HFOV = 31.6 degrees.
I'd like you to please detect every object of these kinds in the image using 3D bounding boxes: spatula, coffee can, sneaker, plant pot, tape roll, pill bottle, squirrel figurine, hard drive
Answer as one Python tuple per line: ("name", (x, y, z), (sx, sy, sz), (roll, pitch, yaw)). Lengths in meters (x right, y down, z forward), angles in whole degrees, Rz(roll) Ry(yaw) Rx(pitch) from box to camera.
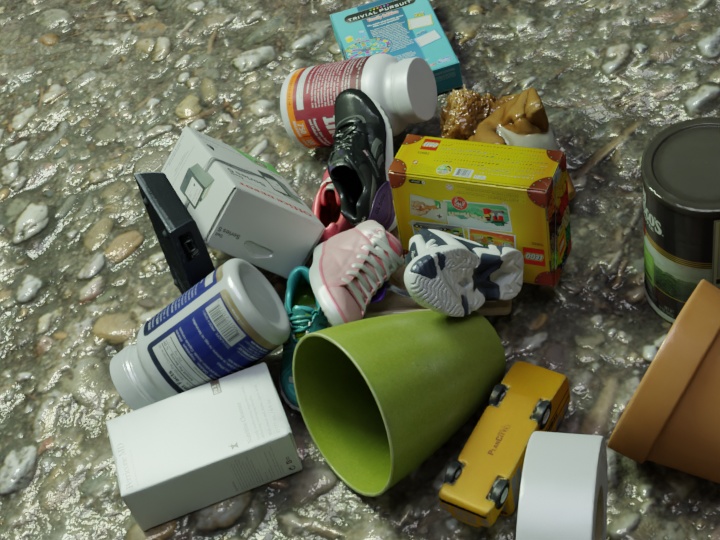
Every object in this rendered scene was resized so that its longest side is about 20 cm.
("spatula", (0.070, 0.027, 1.522), (0.198, 0.021, 0.057), (-1, 33, 12))
("coffee can", (0.394, -0.050, 1.444), (0.145, 0.201, 0.147), (-7, 47, 7))
("sneaker", (0.000, 0.000, 1.498), (0.104, 0.076, 0.201), (-27, 22, 10))
("plant pot", (0.363, 0.131, 1.310), (0.139, 0.201, 0.200), (31, 60, 15))
("tape roll", (0.195, 0.257, 1.218), (0.070, 0.203, 0.204), (1, 49, 15))
("sneaker", (-0.024, -0.093, 1.662), (0.073, 0.087, 0.201), (-2, 48, 10))
("sneaker", (-0.005, -0.148, 1.611), (0.075, 0.087, 0.202), (-26, 68, 31))
("sneaker", (0.083, 0.000, 1.441), (0.129, 0.080, 0.198), (9, 15, 39))
("pill bottle", (-0.190, 0.085, 1.487), (0.199, 0.116, 0.116), (-35, 45, 14))
("squirrel figurine", (0.160, -0.157, 1.665), (0.185, 0.142, 0.201), (-22, 30, 9))
("sneaker", (-0.068, 0.082, 1.519), (0.077, 0.080, 0.201), (-11, 48, 3))
("hard drive", (-0.217, -0.021, 1.564), (0.042, 0.201, 0.135), (-26, 49, -13))
("plant pot", (0.057, 0.121, 1.407), (0.199, 0.189, 0.187), (-23, 45, -29))
("pill bottle", (-0.002, -0.233, 1.732), (0.198, 0.113, 0.114), (-5, 45, 32))

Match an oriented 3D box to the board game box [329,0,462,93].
("board game box", (0.051, -0.327, 1.880), (0.149, 0.047, 0.201), (-17, 47, -1))

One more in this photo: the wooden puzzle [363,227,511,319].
("wooden puzzle", (0.101, -0.008, 1.594), (0.183, 0.037, 0.201), (-2, 44, 12))

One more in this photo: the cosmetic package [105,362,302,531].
("cosmetic package", (-0.178, 0.199, 1.440), (0.198, 0.082, 0.113), (-21, 49, -6))

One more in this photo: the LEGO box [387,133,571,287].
("LEGO box", (0.144, -0.072, 1.513), (0.198, 0.150, 0.077), (9, 46, 22))

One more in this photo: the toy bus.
("toy bus", (0.157, 0.190, 1.369), (0.065, 0.079, 0.201), (18, 55, 26))

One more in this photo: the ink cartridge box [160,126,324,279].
("ink cartridge box", (-0.153, -0.087, 1.613), (0.084, 0.145, 0.200), (-59, 36, 12))
